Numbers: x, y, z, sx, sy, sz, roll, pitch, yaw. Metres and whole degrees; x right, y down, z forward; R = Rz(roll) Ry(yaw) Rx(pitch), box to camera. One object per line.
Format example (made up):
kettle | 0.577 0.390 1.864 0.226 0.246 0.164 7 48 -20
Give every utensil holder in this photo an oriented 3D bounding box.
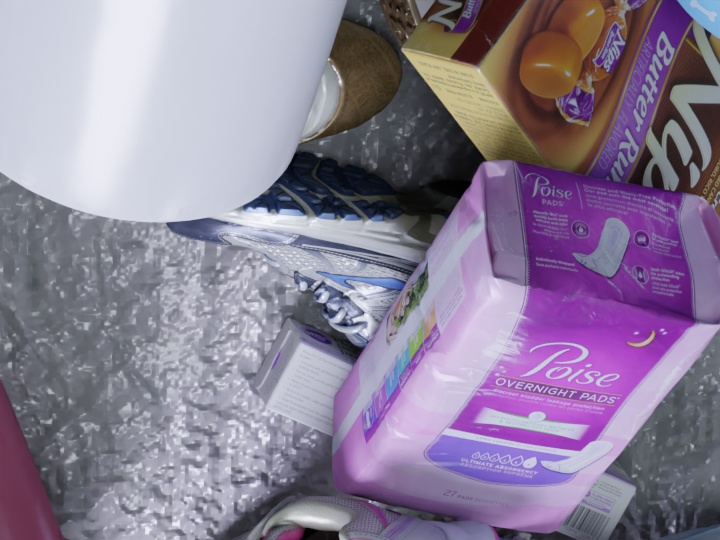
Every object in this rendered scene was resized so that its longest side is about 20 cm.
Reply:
utensil holder | -0.078 -0.143 0.945 0.169 0.170 0.200 6 132 -14

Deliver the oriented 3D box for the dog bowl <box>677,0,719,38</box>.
dog bowl | 0.199 -0.170 1.055 0.111 0.200 0.050 34 141 1

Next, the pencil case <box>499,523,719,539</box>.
pencil case | 0.134 0.174 1.176 0.199 0.083 0.091 2 71 -38

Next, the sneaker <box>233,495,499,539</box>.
sneaker | -0.028 0.144 1.121 0.088 0.200 0.082 22 63 -36

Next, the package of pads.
package of pads | 0.074 0.041 1.069 0.120 0.076 0.200 9 142 -18

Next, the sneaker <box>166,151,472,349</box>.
sneaker | 0.000 0.000 1.126 0.199 0.077 0.085 10 112 -15

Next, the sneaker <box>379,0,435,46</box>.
sneaker | 0.037 -0.201 1.069 0.090 0.067 0.201 -22 113 -12

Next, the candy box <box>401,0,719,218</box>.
candy box | 0.116 -0.077 1.084 0.117 0.056 0.200 -54 132 -15

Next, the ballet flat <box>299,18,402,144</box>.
ballet flat | -0.073 -0.089 1.078 0.199 0.072 0.068 9 109 -15

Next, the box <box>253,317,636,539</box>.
box | 0.044 0.083 1.183 0.199 0.039 0.042 23 102 -19

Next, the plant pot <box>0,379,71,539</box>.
plant pot | -0.226 0.109 1.067 0.199 0.200 0.180 -10 96 -8
